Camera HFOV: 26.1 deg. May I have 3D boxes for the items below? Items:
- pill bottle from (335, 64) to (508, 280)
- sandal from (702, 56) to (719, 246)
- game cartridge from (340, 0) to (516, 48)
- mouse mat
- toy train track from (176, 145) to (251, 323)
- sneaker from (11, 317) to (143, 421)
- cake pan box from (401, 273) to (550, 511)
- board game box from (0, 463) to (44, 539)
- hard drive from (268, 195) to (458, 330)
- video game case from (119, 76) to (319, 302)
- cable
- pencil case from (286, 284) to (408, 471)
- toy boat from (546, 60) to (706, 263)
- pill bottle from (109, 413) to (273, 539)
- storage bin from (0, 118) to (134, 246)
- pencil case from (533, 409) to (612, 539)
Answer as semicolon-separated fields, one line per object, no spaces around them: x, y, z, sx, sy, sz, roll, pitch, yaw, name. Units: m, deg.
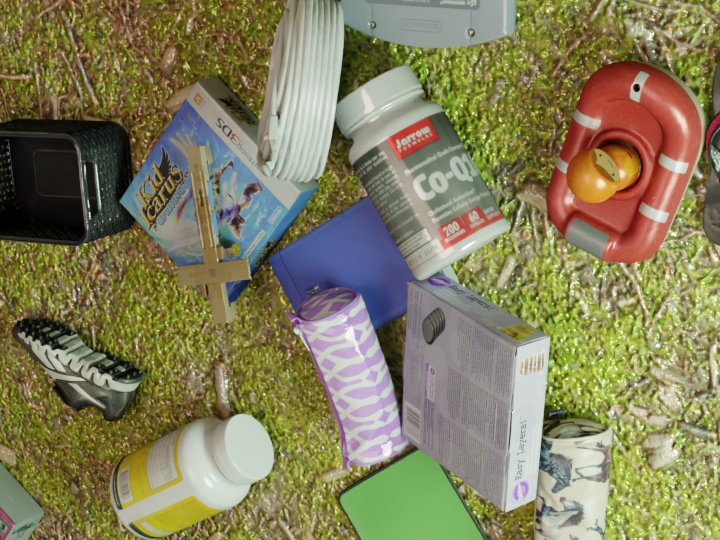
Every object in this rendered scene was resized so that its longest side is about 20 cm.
0.058;-0.103;1.607;0.114;0.114;0.201;-32;86;34;pill bottle
0.357;-0.114;1.458;0.075;0.045;0.202;13;110;30;sandal
0.069;-0.297;1.595;0.199;0.040;0.135;10;105;30;game cartridge
0.074;0.313;1.779;0.161;0.008;0.201;-34;85;34;mouse mat
-0.164;-0.042;1.763;0.114;0.032;0.202;-5;96;39;toy train track
-0.368;0.131;1.968;0.199;0.066;0.091;25;113;22;sneaker
0.115;0.128;1.615;0.184;0.052;0.202;31;127;51;cake pan box
-0.541;0.354;2.141;0.148;0.064;0.201;44;122;15;board game box
0.000;0.000;1.726;0.199;0.025;0.133;-30;86;34;hard drive
-0.167;-0.089;1.794;0.181;0.045;0.200;47;122;13;video game case
-0.061;-0.192;1.614;0.069;0.200;0.202;10;95;-7;cable
-0.011;0.116;1.706;0.084;0.085;0.201;20;134;64;pencil case
0.241;-0.100;1.482;0.130;0.130;0.201;29;117;24;toy boat
-0.201;0.244;1.868;0.199;0.112;0.113;-27;88;34;pill bottle
-0.383;-0.110;1.895;0.199;0.094;0.136;4;105;30;storage bin
0.215;0.251;1.629;0.089;0.078;0.202;4;107;13;pencil case
